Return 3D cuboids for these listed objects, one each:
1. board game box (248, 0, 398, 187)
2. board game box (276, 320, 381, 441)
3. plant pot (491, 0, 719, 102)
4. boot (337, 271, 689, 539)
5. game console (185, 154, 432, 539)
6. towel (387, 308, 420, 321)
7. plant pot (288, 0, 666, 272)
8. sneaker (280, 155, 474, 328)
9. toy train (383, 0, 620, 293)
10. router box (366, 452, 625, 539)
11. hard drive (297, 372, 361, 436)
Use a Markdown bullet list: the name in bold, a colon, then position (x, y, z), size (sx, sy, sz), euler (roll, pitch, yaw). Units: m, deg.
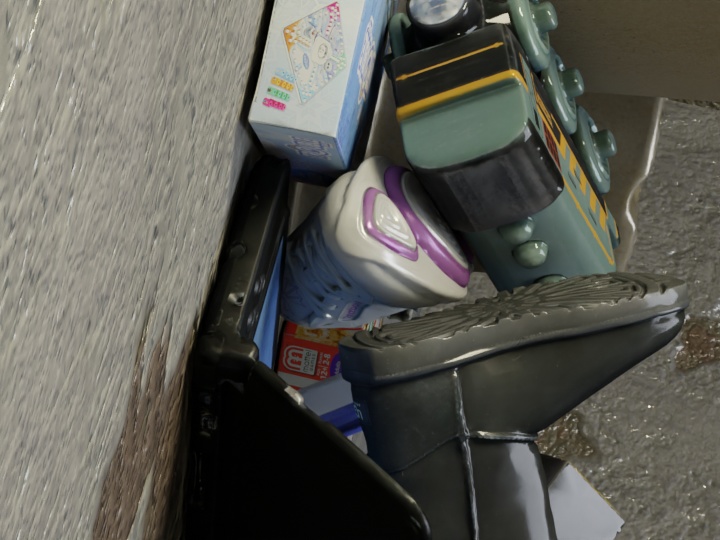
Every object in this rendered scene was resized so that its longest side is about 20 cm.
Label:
- **board game box**: position (-0.004, -0.146, 1.246), size (0.200, 0.043, 0.200), euler (64, 39, -85)
- **board game box**: position (-0.017, 0.052, 1.697), size (0.200, 0.046, 0.152), euler (-73, 174, -58)
- **plant pot**: position (0.147, -0.203, 1.292), size (0.177, 0.199, 0.201), euler (42, 56, -67)
- **boot**: position (0.082, 0.112, 1.247), size (0.066, 0.164, 0.201), euler (-143, -138, -75)
- **game console**: position (-0.016, 0.080, 1.233), size (0.200, 0.116, 0.176), euler (98, 5, -53)
- **towel**: position (0.066, -0.082, 1.696), size (0.193, 0.034, 0.201), euler (105, 4, -64)
- **plant pot**: position (0.066, -0.077, 1.471), size (0.200, 0.183, 0.201), euler (12, 90, -86)
- **sneaker**: position (0.000, 0.000, 1.290), size (0.075, 0.099, 0.200), euler (61, 6, 6)
- **toy train**: position (0.069, -0.050, 1.283), size (0.200, 0.085, 0.114), euler (57, 21, -52)
- **router box**: position (0.016, 0.172, 1.357), size (0.200, 0.052, 0.157), euler (-52, -152, -16)
- **hard drive**: position (0.035, 0.054, 1.442), size (0.132, 0.199, 0.025), euler (70, -2, -84)
